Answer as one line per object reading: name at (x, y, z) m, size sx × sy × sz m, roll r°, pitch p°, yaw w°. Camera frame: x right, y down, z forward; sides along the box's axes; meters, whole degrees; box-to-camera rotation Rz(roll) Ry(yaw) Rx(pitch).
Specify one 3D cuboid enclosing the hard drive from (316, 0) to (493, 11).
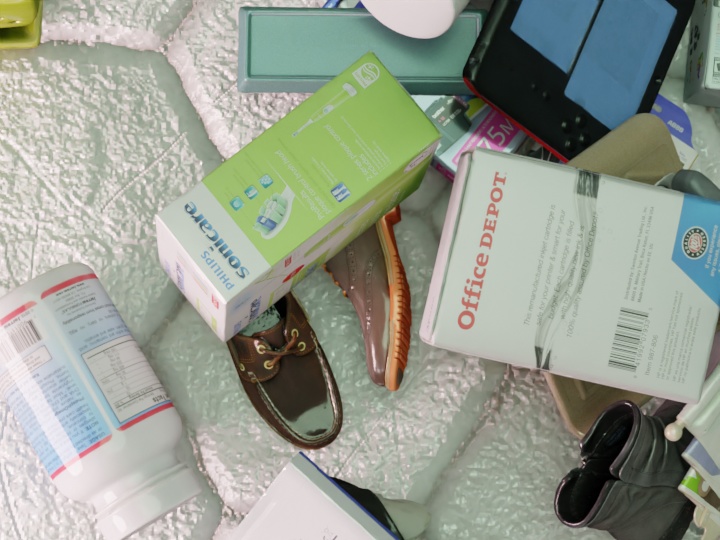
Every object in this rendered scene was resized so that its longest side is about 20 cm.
hard drive at (0.072, -0.236, 1.443) m, size 0.200 × 0.026 × 0.132 m, roll -29°, pitch 84°, yaw -8°

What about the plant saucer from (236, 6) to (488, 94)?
plant saucer at (0.003, -0.174, 1.369) m, size 0.199 × 0.019 × 0.070 m, roll 1°, pitch 83°, yaw -1°

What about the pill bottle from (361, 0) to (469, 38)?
pill bottle at (0.078, -0.278, 1.350) m, size 0.114 × 0.114 × 0.200 m, roll 33°, pitch 60°, yaw 2°

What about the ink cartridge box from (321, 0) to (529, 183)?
ink cartridge box at (0.054, -0.164, 1.397) m, size 0.200 × 0.042 × 0.119 m, roll 39°, pitch 84°, yaw 6°

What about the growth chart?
growth chart at (0.301, 0.143, 1.347) m, size 0.145 × 0.018 × 0.200 m, roll -45°, pitch 128°, yaw -15°

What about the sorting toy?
sorting toy at (0.197, 0.005, 1.368) m, size 0.185 × 0.036 × 0.201 m, roll -35°, pitch 111°, yaw -21°

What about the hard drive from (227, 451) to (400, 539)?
hard drive at (-0.006, 0.246, 1.318) m, size 0.200 × 0.025 × 0.132 m, roll 41°, pitch 124°, yaw 6°

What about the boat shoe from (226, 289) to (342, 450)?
boat shoe at (-0.074, 0.049, 1.367) m, size 0.070 × 0.070 × 0.200 m, roll -29°, pitch 86°, yaw -11°

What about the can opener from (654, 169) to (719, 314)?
can opener at (0.287, 0.000, 1.363) m, size 0.200 × 0.066 × 0.053 m, roll 44°, pitch 73°, yaw -31°

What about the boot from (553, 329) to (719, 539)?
boot at (0.234, 0.121, 1.332) m, size 0.070 × 0.132 × 0.201 m, roll 22°, pitch 84°, yaw 42°

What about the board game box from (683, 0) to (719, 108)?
board game box at (0.355, -0.231, 1.443) m, size 0.147 × 0.064 × 0.201 m, roll 8°, pitch 82°, yaw -4°

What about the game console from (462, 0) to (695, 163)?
game console at (0.176, -0.188, 1.357) m, size 0.177 × 0.031 × 0.201 m, roll 33°, pitch 75°, yaw -37°

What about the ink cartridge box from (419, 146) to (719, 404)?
ink cartridge box at (0.155, 0.003, 1.255) m, size 0.199 × 0.084 × 0.145 m, roll 13°, pitch 90°, yaw -5°

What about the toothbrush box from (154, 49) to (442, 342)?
toothbrush box at (-0.048, -0.051, 1.281) m, size 0.200 × 0.146 × 0.086 m, roll -37°, pitch 83°, yaw -13°

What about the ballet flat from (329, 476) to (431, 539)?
ballet flat at (0.036, 0.227, 1.354) m, size 0.068 × 0.068 × 0.200 m, roll -36°, pitch 95°, yaw -18°

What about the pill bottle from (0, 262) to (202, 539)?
pill bottle at (-0.205, 0.103, 1.329) m, size 0.108 × 0.109 × 0.200 m, roll -30°, pitch 85°, yaw -8°

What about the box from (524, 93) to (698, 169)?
box at (0.184, -0.063, 1.418) m, size 0.119 × 0.041 × 0.200 m, roll 34°, pitch 78°, yaw 2°

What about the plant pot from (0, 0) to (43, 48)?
plant pot at (-0.336, -0.274, 1.343) m, size 0.199 × 0.182 × 0.200 m, roll 0°, pitch 81°, yaw -3°

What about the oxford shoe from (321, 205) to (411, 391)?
oxford shoe at (0.000, 0.000, 1.386) m, size 0.073 × 0.071 × 0.201 m, roll -7°, pitch 73°, yaw 5°
